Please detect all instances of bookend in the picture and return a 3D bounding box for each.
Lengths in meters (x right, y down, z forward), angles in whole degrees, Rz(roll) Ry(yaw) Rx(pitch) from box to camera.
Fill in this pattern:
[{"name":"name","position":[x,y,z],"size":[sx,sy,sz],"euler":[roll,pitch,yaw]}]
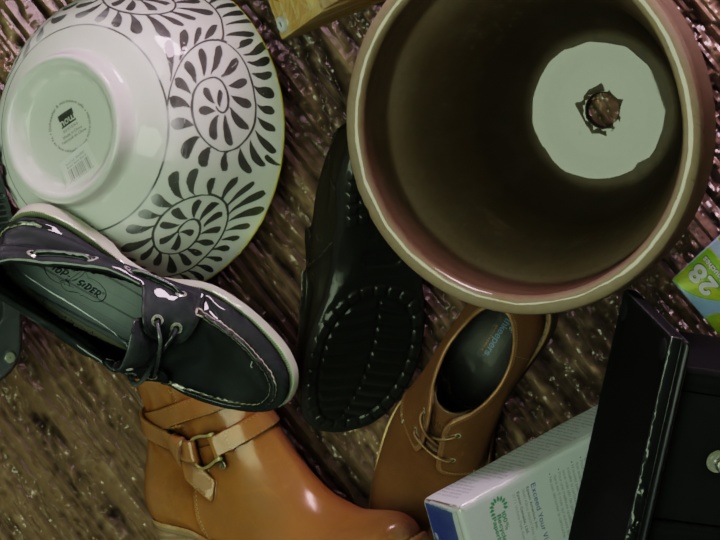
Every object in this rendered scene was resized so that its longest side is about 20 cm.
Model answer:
[{"name":"bookend","position":[0.219,0.131,1.345],"size":[0.198,0.092,0.200],"euler":[9,103,-13]}]

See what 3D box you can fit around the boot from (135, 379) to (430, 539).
[{"name":"boot","position":[-0.057,0.115,1.539],"size":[0.199,0.074,0.156],"euler":[-9,95,34]}]

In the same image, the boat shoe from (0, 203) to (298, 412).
[{"name":"boat shoe","position":[-0.132,0.032,1.486],"size":[0.199,0.066,0.075],"euler":[34,122,5]}]

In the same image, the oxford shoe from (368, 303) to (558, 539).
[{"name":"oxford shoe","position":[0.048,0.092,1.521],"size":[0.071,0.071,0.201],"euler":[28,111,13]}]

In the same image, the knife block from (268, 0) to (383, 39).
[{"name":"knife block","position":[0.046,-0.207,1.500],"size":[0.200,0.175,0.064],"euler":[-23,86,67]}]

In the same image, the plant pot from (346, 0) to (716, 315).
[{"name":"plant pot","position":[0.111,-0.086,1.419],"size":[0.199,0.174,0.202],"euler":[3,98,20]}]

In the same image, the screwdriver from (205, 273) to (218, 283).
[{"name":"screwdriver","position":[-0.098,0.046,1.597],"size":[0.029,0.028,0.202],"euler":[7,102,49]}]

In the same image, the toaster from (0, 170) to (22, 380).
[{"name":"toaster","position":[-0.283,-0.017,1.590],"size":[0.129,0.113,0.202],"euler":[3,103,65]}]

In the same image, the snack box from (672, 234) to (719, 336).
[{"name":"snack box","position":[0.301,0.023,1.417],"size":[0.169,0.068,0.200],"euler":[-43,80,22]}]

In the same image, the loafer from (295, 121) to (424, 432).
[{"name":"loafer","position":[0.000,0.000,1.538],"size":[0.072,0.071,0.201],"euler":[4,112,-21]}]

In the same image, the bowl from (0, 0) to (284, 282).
[{"name":"bowl","position":[-0.154,-0.084,1.546],"size":[0.199,0.094,0.202],"euler":[1,91,32]}]

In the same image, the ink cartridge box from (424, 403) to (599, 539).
[{"name":"ink cartridge box","position":[0.144,0.177,1.437],"size":[0.043,0.199,0.198],"euler":[10,120,56]}]
